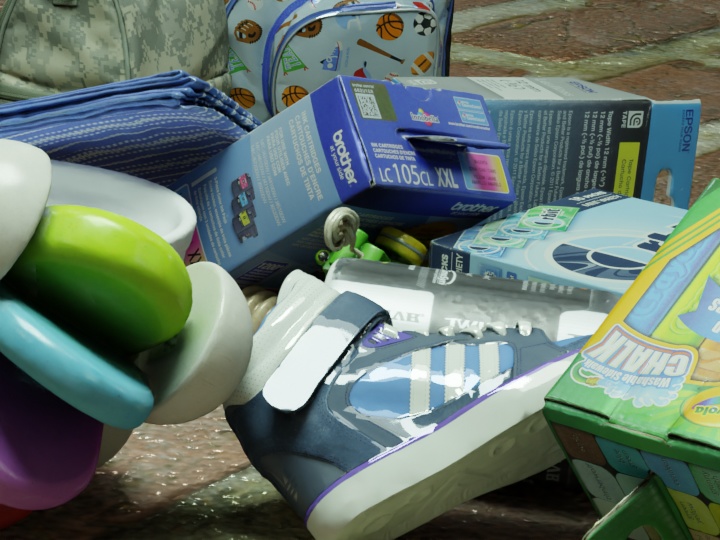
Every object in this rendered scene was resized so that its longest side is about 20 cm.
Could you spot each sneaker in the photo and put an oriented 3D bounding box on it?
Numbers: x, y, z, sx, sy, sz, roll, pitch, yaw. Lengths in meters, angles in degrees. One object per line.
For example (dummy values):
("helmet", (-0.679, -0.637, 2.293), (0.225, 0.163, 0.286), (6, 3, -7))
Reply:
("sneaker", (0.027, 0.040, 1.329), (0.200, 0.081, 0.147), (-26, 63, -18))

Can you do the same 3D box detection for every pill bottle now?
("pill bottle", (0.077, 0.056, 1.415), (0.199, 0.107, 0.106), (7, 15, 5))

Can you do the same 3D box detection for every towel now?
("towel", (-0.127, -0.072, 1.612), (0.144, 0.024, 0.200), (-9, -16, 19))

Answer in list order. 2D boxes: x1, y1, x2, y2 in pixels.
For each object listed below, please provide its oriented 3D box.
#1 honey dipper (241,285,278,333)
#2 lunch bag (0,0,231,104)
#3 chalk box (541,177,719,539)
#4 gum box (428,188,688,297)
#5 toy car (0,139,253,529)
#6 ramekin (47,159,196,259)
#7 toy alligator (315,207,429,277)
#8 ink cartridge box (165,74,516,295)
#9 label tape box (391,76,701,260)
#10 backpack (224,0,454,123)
("honey dipper", (0.005, 0.054, 1.528), (0.200, 0.038, 0.038), (21, 21, 38))
("lunch bag", (-0.179, -0.161, 1.979), (0.139, 0.168, 0.200), (12, 16, 19))
("chalk box", (0.179, 0.075, 1.264), (0.124, 0.125, 0.200), (14, 57, 43))
("gum box", (0.168, 0.006, 1.556), (0.200, 0.045, 0.170), (15, 21, 37))
("toy car", (-0.163, 0.047, 1.265), (0.175, 0.150, 0.200), (35, -41, -28))
("ramekin", (-0.194, 0.006, 1.507), (0.200, 0.098, 0.201), (5, 16, -2))
("toy alligator", (0.000, 0.000, 1.546), (0.054, 0.059, 0.200), (24, -12, 27))
("ink cartridge box", (-0.006, -0.049, 1.592), (0.200, 0.077, 0.136), (-32, -23, 36))
("label tape box", (0.112, -0.048, 1.730), (0.199, 0.144, 0.066), (-2, 18, -27))
("backpack", (-0.024, -0.174, 2.095), (0.190, 0.201, 0.154), (2, 29, -3))
